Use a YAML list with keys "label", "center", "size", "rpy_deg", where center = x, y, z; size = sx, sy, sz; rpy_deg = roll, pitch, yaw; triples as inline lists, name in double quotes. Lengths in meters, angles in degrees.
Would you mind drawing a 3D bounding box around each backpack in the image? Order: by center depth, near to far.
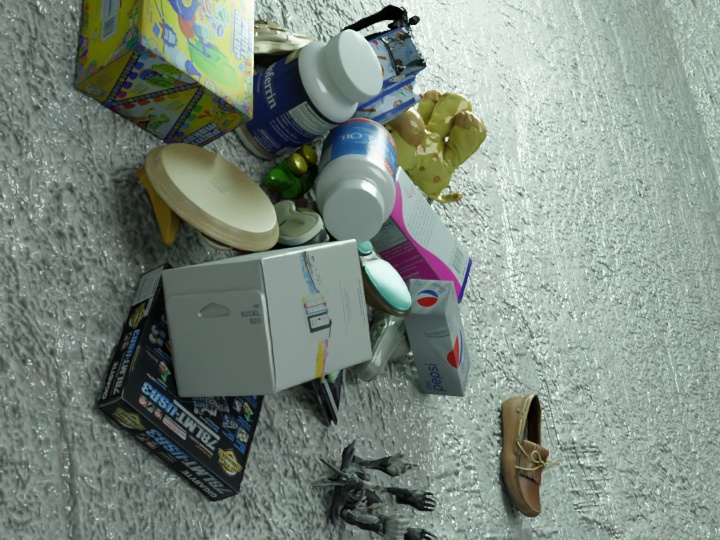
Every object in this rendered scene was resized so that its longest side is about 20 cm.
- label: "backpack"
  center: [-0.013, -0.276, 1.812]
  size: [0.189, 0.199, 0.156]
  rpy_deg: [-21, 87, -44]

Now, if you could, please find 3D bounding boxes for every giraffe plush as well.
- label: "giraffe plush"
  center: [0.079, -0.202, 1.945]
  size: [0.160, 0.172, 0.203]
  rpy_deg: [14, 93, -39]

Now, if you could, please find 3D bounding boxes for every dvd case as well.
- label: "dvd case"
  center: [-0.043, 0.081, 1.632]
  size: [0.150, 0.016, 0.202]
  rpy_deg: [73, 18, -49]

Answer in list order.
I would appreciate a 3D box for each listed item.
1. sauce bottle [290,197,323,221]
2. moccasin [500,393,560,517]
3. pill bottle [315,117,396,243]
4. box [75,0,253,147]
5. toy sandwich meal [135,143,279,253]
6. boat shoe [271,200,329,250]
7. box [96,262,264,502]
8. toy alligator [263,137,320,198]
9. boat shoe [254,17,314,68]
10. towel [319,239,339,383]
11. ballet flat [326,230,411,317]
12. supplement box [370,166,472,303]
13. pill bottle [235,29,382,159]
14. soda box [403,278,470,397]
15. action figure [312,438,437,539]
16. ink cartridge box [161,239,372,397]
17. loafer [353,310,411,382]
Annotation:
- label: "sauce bottle"
  center: [-0.087, -0.002, 1.636]
  size: [0.065, 0.064, 0.203]
  rpy_deg: [39, 44, -35]
- label: "moccasin"
  center: [0.271, 0.294, 1.959]
  size: [0.073, 0.077, 0.204]
  rpy_deg: [38, 43, -36]
- label: "pill bottle"
  center: [-0.005, -0.120, 1.679]
  size: [0.113, 0.111, 0.201]
  rpy_deg: [50, 20, -24]
- label: "box"
  center: [-0.239, -0.290, 1.535]
  size: [0.192, 0.121, 0.203]
  rpy_deg: [30, 48, -45]
- label: "toy sandwich meal"
  center: [-0.187, -0.077, 1.462]
  size: [0.203, 0.071, 0.206]
  rpy_deg: [31, 24, -15]
- label: "boat shoe"
  center: [-0.089, -0.041, 1.573]
  size: [0.072, 0.200, 0.068]
  rpy_deg: [-40, 114, -11]
- label: "box"
  center: [-0.195, 0.128, 1.412]
  size: [0.200, 0.049, 0.201]
  rpy_deg: [45, 40, -32]
- label: "toy alligator"
  center: [-0.081, -0.140, 1.723]
  size: [0.055, 0.059, 0.200]
  rpy_deg: [54, 27, -7]
- label: "boat shoe"
  center: [-0.132, -0.331, 1.759]
  size: [0.199, 0.071, 0.066]
  rpy_deg: [-14, 83, -56]
- label: "towel"
  center: [-0.031, 0.048, 1.606]
  size: [0.200, 0.022, 0.146]
  rpy_deg: [-58, 143, -70]
- label: "ballet flat"
  center: [0.000, 0.000, 1.721]
  size: [0.067, 0.073, 0.201]
  rpy_deg: [-14, 61, -46]
- label: "supplement box"
  center: [0.068, -0.038, 1.845]
  size: [0.201, 0.102, 0.102]
  rpy_deg: [52, 37, -25]
- label: "pill bottle"
  center: [-0.073, -0.241, 1.671]
  size: [0.115, 0.198, 0.117]
  rpy_deg: [33, 45, -40]
- label: "soda box"
  center: [0.112, 0.100, 1.775]
  size: [0.202, 0.067, 0.064]
  rpy_deg: [74, 25, -48]
- label: "action figure"
  center: [0.030, 0.292, 1.593]
  size: [0.199, 0.101, 0.121]
  rpy_deg: [34, 57, -43]
- label: "ink cartridge box"
  center: [-0.104, 0.053, 1.392]
  size: [0.199, 0.145, 0.147]
  rpy_deg: [-12, 95, -57]
- label: "loafer"
  center: [0.044, 0.099, 1.756]
  size: [0.070, 0.070, 0.201]
  rpy_deg: [48, 36, -13]
